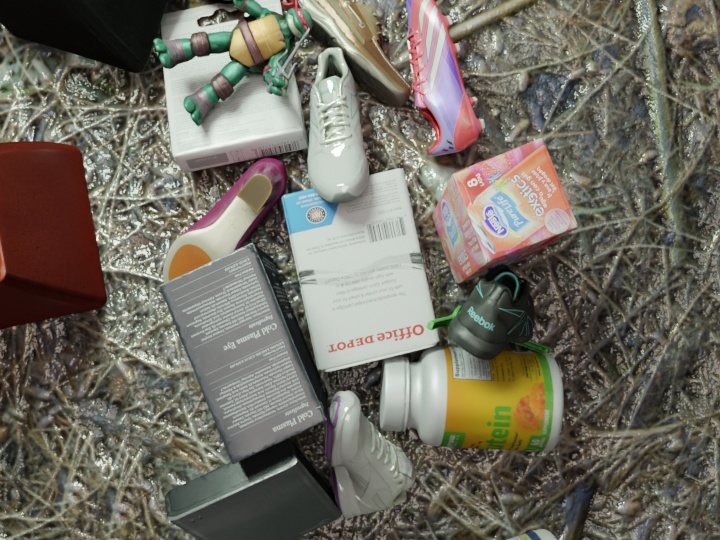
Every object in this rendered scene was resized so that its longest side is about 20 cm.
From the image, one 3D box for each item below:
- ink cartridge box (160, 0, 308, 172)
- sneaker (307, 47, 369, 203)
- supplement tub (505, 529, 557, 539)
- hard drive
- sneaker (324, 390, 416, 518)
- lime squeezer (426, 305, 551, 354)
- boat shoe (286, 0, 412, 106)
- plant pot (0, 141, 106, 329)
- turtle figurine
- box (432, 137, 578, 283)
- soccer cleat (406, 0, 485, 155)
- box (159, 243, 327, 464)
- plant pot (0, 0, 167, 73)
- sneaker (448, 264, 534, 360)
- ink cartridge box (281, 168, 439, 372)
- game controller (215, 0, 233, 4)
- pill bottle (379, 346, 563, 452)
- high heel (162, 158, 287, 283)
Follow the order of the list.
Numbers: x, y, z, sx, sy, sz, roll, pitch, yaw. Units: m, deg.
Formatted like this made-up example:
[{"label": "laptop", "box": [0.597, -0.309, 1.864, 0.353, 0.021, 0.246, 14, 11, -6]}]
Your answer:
[{"label": "ink cartridge box", "box": [-0.158, -0.232, 0.827, 0.157, 0.050, 0.204, -11, 70, -1]}, {"label": "sneaker", "box": [-0.032, -0.165, 0.758, 0.069, 0.081, 0.204, -8, 57, 3]}, {"label": "supplement tub", "box": [0.144, 0.390, 0.751, 0.196, 0.144, 0.148, -17, 88, -2]}, {"label": "hard drive", "box": [-0.107, 0.256, 0.733, 0.137, 0.201, 0.033, -24, 55, -3]}, {"label": "sneaker", "box": [0.011, 0.201, 0.752, 0.097, 0.076, 0.203, -5, 133, 3]}, {"label": "lime squeezer", "box": [0.133, 0.071, 0.789, 0.197, 0.071, 0.038, 15, 116, -35]}, {"label": "boat shoe", "box": [-0.005, -0.286, 0.809, 0.072, 0.076, 0.200, -44, 91, -4]}, {"label": "plant pot", "box": [-0.422, -0.039, 0.740, 0.195, 0.176, 0.205, -11, 88, -1]}, {"label": "turtle figurine", "box": [-0.121, -0.255, 0.755, 0.197, 0.101, 0.152, -27, 86, 3]}, {"label": "box", "box": [0.147, -0.055, 0.737, 0.101, 0.200, 0.097, -21, 83, -2]}, {"label": "soccer cleat", "box": [0.086, -0.240, 0.815, 0.075, 0.067, 0.204, -21, 91, 0]}, {"label": "box", "box": [-0.115, 0.083, 0.729, 0.102, 0.200, 0.185, -24, 88, -3]}, {"label": "plant pot", "box": [-0.330, -0.366, 0.735, 0.196, 0.177, 0.204, 18, 88, 11]}, {"label": "sneaker", "box": [0.163, 0.038, 0.739, 0.075, 0.199, 0.080, 32, 111, 17]}, {"label": "ink cartridge box", "box": [0.000, 0.000, 0.791, 0.143, 0.086, 0.205, -12, 89, -1]}, {"label": "game controller", "box": [-0.151, -0.429, 0.824, 0.103, 0.042, 0.203, 27, 88, 6]}, {"label": "pill bottle", "box": [0.122, 0.146, 0.776, 0.195, 0.111, 0.114, 3, 88, -1]}, {"label": "high heel", "box": [-0.164, -0.056, 0.820, 0.067, 0.096, 0.201, 38, 109, -8]}]
